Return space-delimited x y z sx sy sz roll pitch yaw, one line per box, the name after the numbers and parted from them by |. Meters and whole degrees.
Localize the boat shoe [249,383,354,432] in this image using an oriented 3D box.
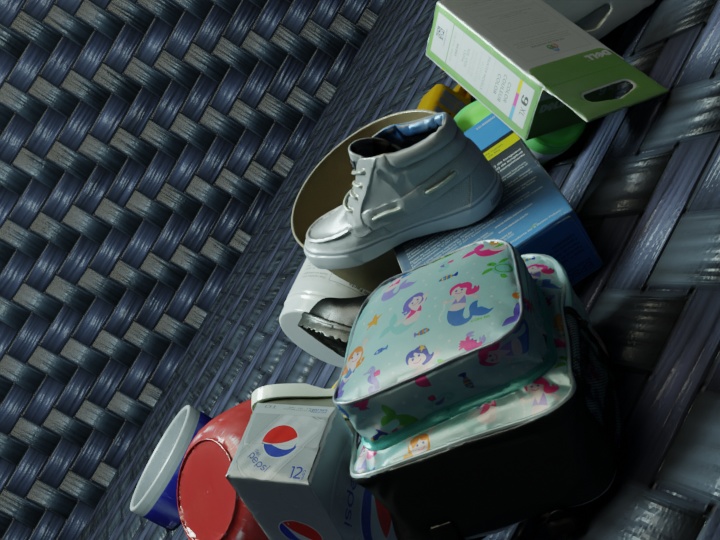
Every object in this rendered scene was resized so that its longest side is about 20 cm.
-0.002 0.133 0.920 0.072 0.198 0.061 63 -152 -56 | boat shoe

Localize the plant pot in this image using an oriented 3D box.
0.044 -0.051 1.138 0.198 0.135 0.202 -25 36 20 | plant pot

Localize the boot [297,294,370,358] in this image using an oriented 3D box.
0.051 0.017 1.010 0.209 0.079 0.160 9 67 36 | boot

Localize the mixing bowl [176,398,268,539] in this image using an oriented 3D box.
-0.104 0.207 1.012 0.199 0.107 0.204 -12 74 46 | mixing bowl

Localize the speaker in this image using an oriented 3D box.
0.155 -0.145 1.098 0.089 0.088 0.200 -61 12 -11 | speaker

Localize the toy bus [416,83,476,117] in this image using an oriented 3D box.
0.099 -0.167 1.386 0.065 0.078 0.202 -36 26 60 | toy bus

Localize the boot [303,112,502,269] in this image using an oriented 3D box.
0.014 -0.070 0.889 0.198 0.096 0.074 -20 36 32 | boot

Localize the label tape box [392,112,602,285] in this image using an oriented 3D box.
0.101 -0.035 0.906 0.143 0.063 0.201 -34 31 10 | label tape box

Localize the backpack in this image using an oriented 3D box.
0.078 0.070 0.727 0.176 0.152 0.201 -24 19 22 | backpack

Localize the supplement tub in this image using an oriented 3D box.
0.000 0.000 1.265 0.132 0.131 0.202 -35 27 62 | supplement tub

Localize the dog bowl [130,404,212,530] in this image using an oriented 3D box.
-0.312 0.338 1.839 0.201 0.078 0.201 -55 13 19 | dog bowl

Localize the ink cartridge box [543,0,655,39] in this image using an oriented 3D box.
0.210 -0.291 1.121 0.146 0.084 0.200 -33 18 9 | ink cartridge box

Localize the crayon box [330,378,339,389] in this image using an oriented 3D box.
-0.022 0.181 1.090 0.201 0.058 0.119 -53 14 28 | crayon box

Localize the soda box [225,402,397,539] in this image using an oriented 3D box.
-0.020 0.181 0.772 0.067 0.201 0.064 0 46 26 | soda box

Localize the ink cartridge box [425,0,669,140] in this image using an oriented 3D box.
0.158 -0.173 0.939 0.103 0.200 0.060 -20 -40 -31 | ink cartridge box
